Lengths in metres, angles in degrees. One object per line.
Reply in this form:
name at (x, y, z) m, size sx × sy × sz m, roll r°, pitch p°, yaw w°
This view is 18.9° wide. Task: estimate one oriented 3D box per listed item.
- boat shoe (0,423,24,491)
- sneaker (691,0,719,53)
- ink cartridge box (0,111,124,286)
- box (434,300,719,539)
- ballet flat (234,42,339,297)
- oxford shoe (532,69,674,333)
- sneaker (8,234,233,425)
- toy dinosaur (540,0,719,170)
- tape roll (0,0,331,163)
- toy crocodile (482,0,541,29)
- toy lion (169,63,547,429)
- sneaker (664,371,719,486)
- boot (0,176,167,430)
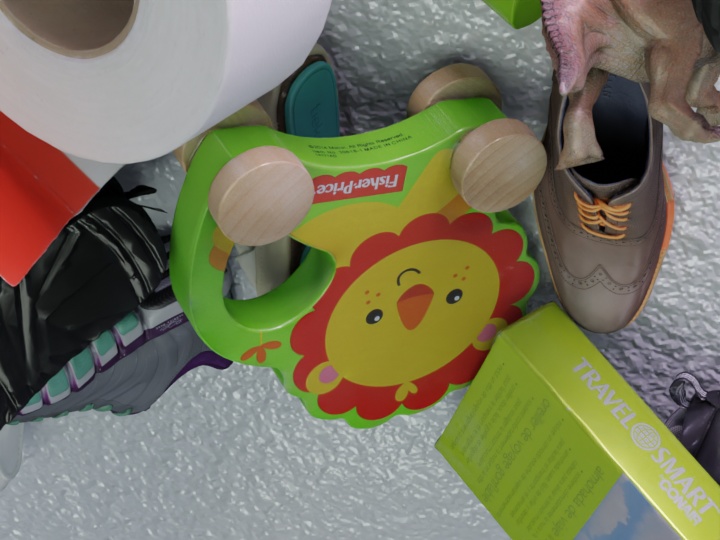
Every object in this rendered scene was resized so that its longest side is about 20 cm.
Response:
boat shoe at (-0.197, 0.047, 1.187) m, size 0.067 × 0.074 × 0.200 m, roll 7°, pitch 127°, yaw 10°
sneaker at (0.163, -0.170, 0.861) m, size 0.079 × 0.200 × 0.075 m, roll -4°, pitch 150°, yaw 5°
ink cartridge box at (-0.162, -0.104, 0.976) m, size 0.163 × 0.200 × 0.057 m, roll 44°, pitch 116°, yaw -10°
box at (0.129, 0.127, 1.098) m, size 0.200 × 0.048 × 0.122 m, roll 50°, pitch 146°, yaw 19°
ballet flat at (-0.037, -0.034, 1.100) m, size 0.069 × 0.069 × 0.200 m, roll 4°, pitch 124°, yaw 13°
oxford shoe at (0.113, -0.042, 1.038) m, size 0.071 × 0.073 × 0.200 m, roll 4°, pitch 127°, yaw 13°
sneaker at (-0.152, 0.060, 1.141) m, size 0.200 × 0.074 × 0.088 m, roll -24°, pitch 131°, yaw -10°
toy dinosaur at (0.129, -0.122, 0.920) m, size 0.086 × 0.200 × 0.136 m, roll -6°, pitch 99°, yaw 53°
tape roll at (-0.107, -0.148, 0.885) m, size 0.202 × 0.071 × 0.203 m, roll 23°, pitch 130°, yaw 31°
toy crocodile at (0.080, -0.196, 0.944) m, size 0.068 × 0.062 × 0.200 m, roll 34°, pitch 131°, yaw 36°
toy lion at (0.000, 0.000, 1.056) m, size 0.200 × 0.069 × 0.192 m, roll -8°, pitch 130°, yaw -27°
sneaker at (0.208, 0.131, 1.145) m, size 0.114 × 0.075 × 0.200 m, roll 7°, pitch 126°, yaw 17°
boot at (-0.182, 0.013, 1.053) m, size 0.198 × 0.162 × 0.073 m, roll -36°, pitch 109°, yaw -5°
